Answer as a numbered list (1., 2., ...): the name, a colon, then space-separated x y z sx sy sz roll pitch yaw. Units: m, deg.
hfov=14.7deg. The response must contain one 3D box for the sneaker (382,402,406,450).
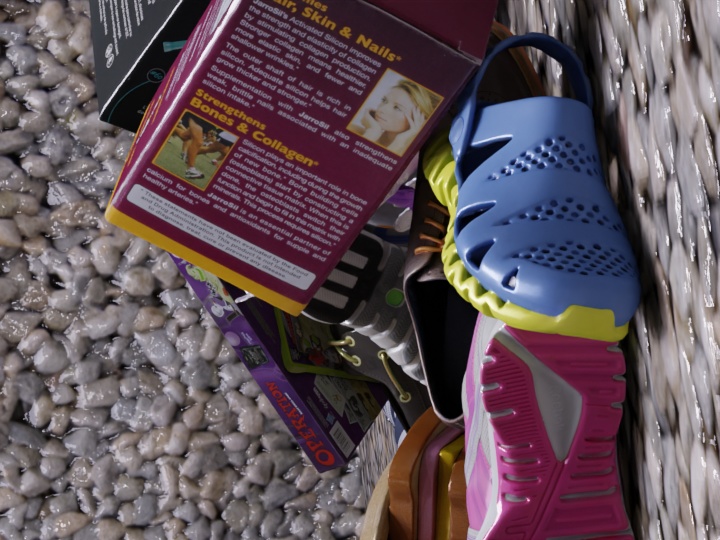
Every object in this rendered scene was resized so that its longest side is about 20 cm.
1. sneaker: 0.049 0.107 1.929 0.200 0.070 0.109 101 164 -69

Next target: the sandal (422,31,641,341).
1. sandal: 0.076 -0.040 1.219 0.200 0.079 0.087 -113 38 -56

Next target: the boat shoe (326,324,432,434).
1. boat shoe: 0.016 0.047 1.726 0.201 0.061 0.072 52 177 -29

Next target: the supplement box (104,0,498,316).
1. supplement box: -0.027 -0.086 1.306 0.200 0.110 0.086 -54 14 44

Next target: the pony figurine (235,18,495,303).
1. pony figurine: 0.021 -0.067 1.456 0.193 0.166 0.200 -25 86 56

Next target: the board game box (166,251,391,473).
1. board game box: -0.049 0.014 1.746 0.200 0.032 0.120 57 -140 -16

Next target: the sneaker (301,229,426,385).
1. sneaker: 0.000 0.000 1.634 0.200 0.075 0.115 31 -179 -46

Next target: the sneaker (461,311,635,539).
1. sneaker: 0.087 0.086 1.294 0.088 0.081 0.200 -94 6 -61

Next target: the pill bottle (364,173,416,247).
1. pill bottle: 0.019 -0.070 1.756 0.200 0.112 0.112 116 148 -83

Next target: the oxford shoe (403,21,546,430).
1. oxford shoe: 0.056 -0.022 1.342 0.073 0.071 0.200 -11 -84 -65

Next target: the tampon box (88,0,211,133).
1. tampon box: -0.041 -0.169 1.573 0.200 0.150 0.126 -50 34 32

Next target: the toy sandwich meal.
1. toy sandwich meal: 0.062 0.171 1.568 0.205 0.070 0.206 0 -90 -64
